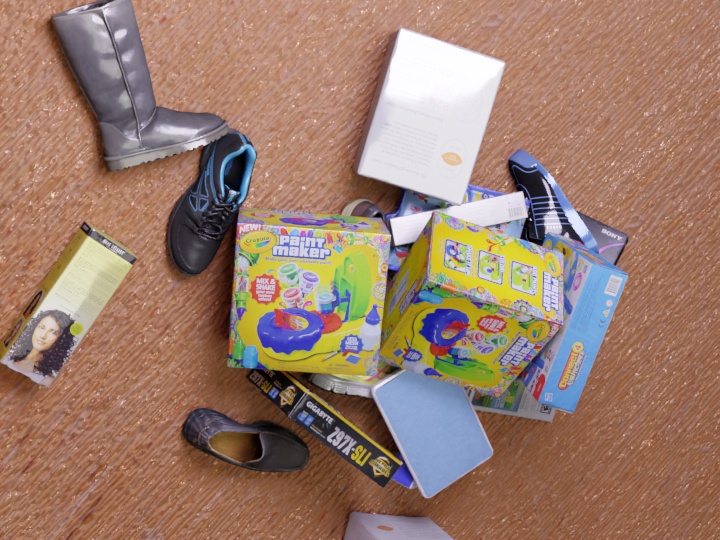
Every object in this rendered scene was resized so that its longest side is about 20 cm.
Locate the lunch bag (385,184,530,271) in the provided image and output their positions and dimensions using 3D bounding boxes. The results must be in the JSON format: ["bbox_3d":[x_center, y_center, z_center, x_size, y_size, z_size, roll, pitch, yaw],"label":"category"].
[{"bbox_3d":[0.126,-0.058,1.525,0.198,0.094,0.152,14,93,-17],"label":"lunch bag"}]

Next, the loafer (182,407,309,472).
[{"bbox_3d":[-0.153,0.253,1.468,0.199,0.072,0.073,18,95,-31],"label":"loafer"}]

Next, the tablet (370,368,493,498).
[{"bbox_3d":[0.107,0.222,1.524,0.130,0.014,0.201,-30,108,-13],"label":"tablet"}]

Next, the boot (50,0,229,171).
[{"bbox_3d":[-0.267,-0.238,1.281,0.181,0.072,0.202,-20,106,-23],"label":"boot"}]

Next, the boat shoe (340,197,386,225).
[{"bbox_3d":[0.000,0.000,1.479,0.073,0.065,0.202,-8,109,-27],"label":"boat shoe"}]

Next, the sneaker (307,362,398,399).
[{"bbox_3d":[0.022,0.143,1.527,0.199,0.078,0.091,13,89,-33],"label":"sneaker"}]

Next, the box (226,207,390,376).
[{"bbox_3d":[-0.072,0.026,1.385,0.198,0.122,0.194,4,103,-6],"label":"box"}]

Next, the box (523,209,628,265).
[{"bbox_3d":[0.302,0.004,1.587,0.201,0.142,0.036,-60,164,-11],"label":"box"}]

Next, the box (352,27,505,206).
[{"bbox_3d":[0.089,-0.208,1.416,0.151,0.106,0.202,17,97,-7],"label":"box"}]

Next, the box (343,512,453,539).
[{"bbox_3d":[0.078,0.458,1.562,0.151,0.200,0.107,12,98,-29],"label":"box"}]

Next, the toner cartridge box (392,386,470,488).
[{"bbox_3d":[0.114,0.231,1.588,0.201,0.043,0.095,-65,159,3],"label":"toner cartridge box"}]

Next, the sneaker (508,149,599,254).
[{"bbox_3d":[0.270,-0.085,1.555,0.078,0.070,0.201,-34,80,-5],"label":"sneaker"}]

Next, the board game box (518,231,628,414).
[{"bbox_3d":[0.276,0.066,1.440,0.055,0.196,0.202,17,101,-11],"label":"board game box"}]

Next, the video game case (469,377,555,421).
[{"bbox_3d":[0.267,0.138,1.681,0.181,0.022,0.202,13,99,-29],"label":"video game case"}]

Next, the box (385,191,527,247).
[{"bbox_3d":[0.136,-0.073,1.469,0.198,0.039,0.042,-13,91,-8],"label":"box"}]

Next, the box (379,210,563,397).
[{"bbox_3d":[0.147,0.050,1.418,0.191,0.123,0.200,17,140,-10],"label":"box"}]

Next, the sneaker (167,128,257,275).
[{"bbox_3d":[-0.192,-0.085,1.346,0.073,0.082,0.202,16,97,-30],"label":"sneaker"}]

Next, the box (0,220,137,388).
[{"bbox_3d":[-0.370,0.043,1.310,0.075,0.050,0.201,35,87,-30],"label":"box"}]

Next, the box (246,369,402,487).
[{"bbox_3d":[-0.052,0.210,1.458,0.200,0.160,0.049,42,84,-29],"label":"box"}]
